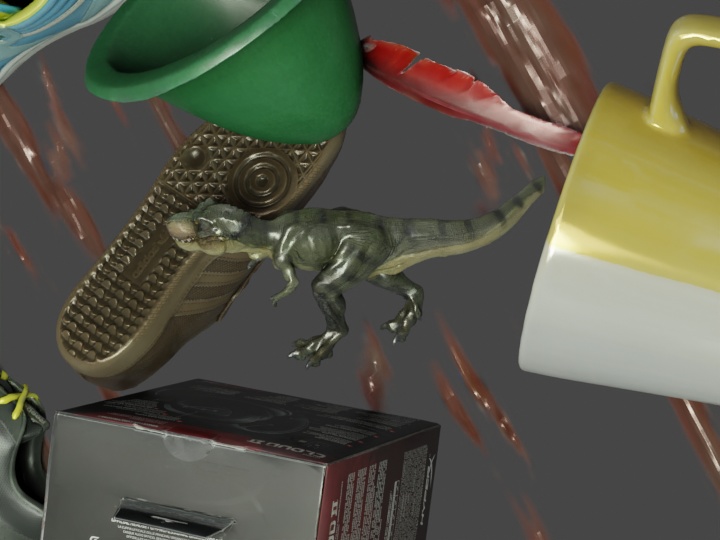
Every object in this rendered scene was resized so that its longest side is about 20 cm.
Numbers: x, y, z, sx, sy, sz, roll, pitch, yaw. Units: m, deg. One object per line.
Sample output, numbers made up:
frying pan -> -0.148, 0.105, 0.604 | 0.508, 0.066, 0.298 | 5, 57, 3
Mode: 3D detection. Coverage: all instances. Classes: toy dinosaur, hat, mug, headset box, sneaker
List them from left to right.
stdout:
sneaker -> -0.222, -0.141, 1.343 | 0.200, 0.131, 0.080 | -31, 85, 20
sneaker -> -0.221, 0.074, 1.400 | 0.084, 0.074, 0.200 | -16, 98, 15
sneaker -> -0.084, -0.017, 1.344 | 0.200, 0.076, 0.070 | -44, 69, -4
headset box -> -0.061, 0.111, 1.269 | 0.149, 0.200, 0.077 | 9, 97, 18
hat -> -0.023, -0.082, 1.305 | 0.166, 0.200, 0.176 | -47, 118, -20
toy dinosaur -> 0.000, 0.000, 1.293 | 0.200, 0.047, 0.088 | -4, 117, -12
mug -> 0.172, -0.009, 1.197 | 0.153, 0.187, 0.150 | 18, 61, 9
